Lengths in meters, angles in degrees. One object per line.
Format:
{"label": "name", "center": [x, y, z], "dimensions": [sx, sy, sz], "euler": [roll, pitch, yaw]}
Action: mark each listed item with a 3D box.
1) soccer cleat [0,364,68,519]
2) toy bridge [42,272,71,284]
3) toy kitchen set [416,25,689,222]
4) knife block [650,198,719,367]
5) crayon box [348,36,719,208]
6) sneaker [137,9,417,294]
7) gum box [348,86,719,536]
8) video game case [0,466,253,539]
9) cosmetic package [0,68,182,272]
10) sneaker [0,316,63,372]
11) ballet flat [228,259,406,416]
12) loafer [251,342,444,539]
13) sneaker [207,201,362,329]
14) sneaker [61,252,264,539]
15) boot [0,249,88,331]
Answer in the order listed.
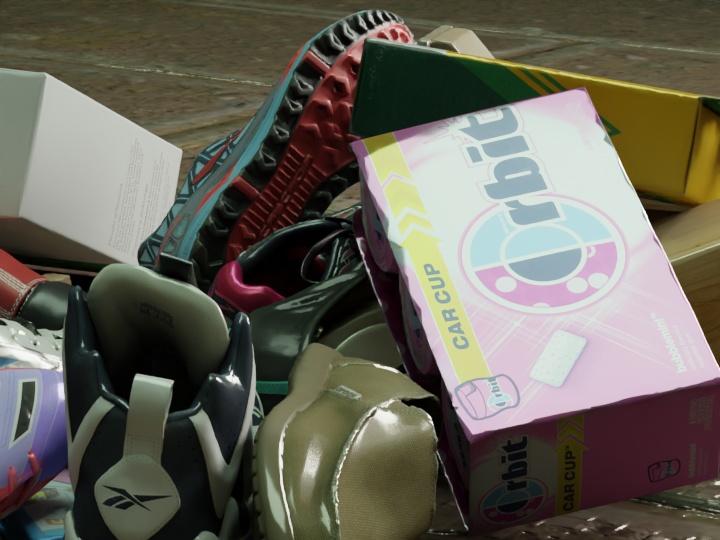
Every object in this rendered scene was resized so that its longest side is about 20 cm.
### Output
{"label": "soccer cleat", "center": [-0.172, 0.092, 1.141], "dimensions": [0.076, 0.067, 0.199], "euler": [30, 33, 35]}
{"label": "toy bridge", "center": [-0.099, 0.032, 1.543], "dimensions": [0.199, 0.027, 0.067], "euler": [8, 16, 27]}
{"label": "toy kitchen set", "center": [0.121, -0.044, 1.616], "dimensions": [0.179, 0.164, 0.200], "euler": [5, 12, 13]}
{"label": "knife block", "center": [0.158, 0.002, 1.394], "dimensions": [0.175, 0.201, 0.064], "euler": [30, -1, -27]}
{"label": "crayon box", "center": [0.107, -0.068, 1.448], "dimensions": [0.199, 0.052, 0.126], "euler": [10, 0, 15]}
{"label": "sneaker", "center": [-0.049, -0.062, 1.541], "dimensions": [0.200, 0.079, 0.095], "euler": [-51, 31, -20]}
{"label": "gum box", "center": [0.073, 0.011, 1.296], "dimensions": [0.113, 0.066, 0.201], "euler": [-12, 47, -9]}
{"label": "video game case", "center": [-0.094, 0.091, 1.278], "dimensions": [0.142, 0.018, 0.200], "euler": [-1, 12, -19]}
{"label": "cosmetic package", "center": [-0.189, -0.056, 1.661], "dimensions": [0.107, 0.085, 0.200], "euler": [7, -6, 21]}
{"label": "sneaker", "center": [-0.152, 0.044, 1.277], "dimensions": [0.199, 0.073, 0.072], "euler": [-6, 13, -42]}
{"label": "ballet flat", "center": [0.017, 0.025, 1.384], "dimensions": [0.068, 0.068, 0.200], "euler": [6, 27, 42]}
{"label": "loafer", "center": [-0.004, 0.082, 1.156], "dimensions": [0.067, 0.076, 0.200], "euler": [3, 24, 5]}
{"label": "sneaker", "center": [0.000, 0.000, 1.460], "dimensions": [0.080, 0.075, 0.200], "euler": [32, 45, 24]}
{"label": "sneaker", "center": [-0.072, 0.042, 1.157], "dimensions": [0.079, 0.130, 0.199], "euler": [12, 24, 8]}
{"label": "boot", "center": [-0.192, 0.022, 1.515], "dimensions": [0.144, 0.073, 0.200], "euler": [30, -9, -2]}
